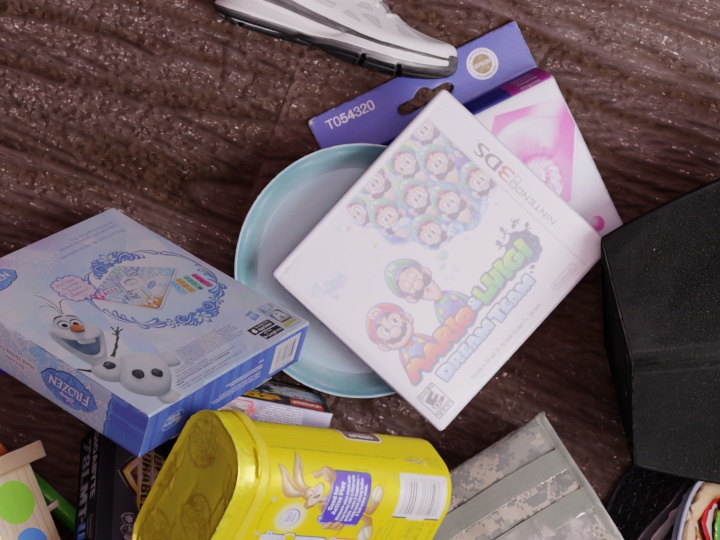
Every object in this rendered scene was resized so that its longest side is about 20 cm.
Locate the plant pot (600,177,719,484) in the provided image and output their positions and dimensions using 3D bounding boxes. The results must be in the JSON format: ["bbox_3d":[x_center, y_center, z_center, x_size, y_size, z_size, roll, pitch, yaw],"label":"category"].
[{"bbox_3d":[0.283,0.052,1.663,0.177,0.200,0.200,-9,49,0],"label":"plant pot"}]

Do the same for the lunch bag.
[{"bbox_3d":[0.130,0.242,1.671,0.164,0.118,0.200,-32,69,0],"label":"lunch bag"}]

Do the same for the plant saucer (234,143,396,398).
[{"bbox_3d":[0.000,0.000,1.705,0.200,0.027,0.200,0,90,-4],"label":"plant saucer"}]

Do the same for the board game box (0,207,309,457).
[{"bbox_3d":[-0.175,0.040,1.606,0.199,0.200,0.043,31,123,22],"label":"board game box"}]

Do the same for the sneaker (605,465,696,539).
[{"bbox_3d":[0.236,0.231,1.755,0.083,0.072,0.200,37,84,-32],"label":"sneaker"}]

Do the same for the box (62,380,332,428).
[{"bbox_3d":[-0.127,0.099,1.666,0.200,0.137,0.040,11,94,-7],"label":"box"}]

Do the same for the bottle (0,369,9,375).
[{"bbox_3d":[-0.335,0.025,1.680,0.200,0.065,0.084,13,86,-6],"label":"bottle"}]

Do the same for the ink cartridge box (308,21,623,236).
[{"bbox_3d":[0.087,-0.074,1.747,0.196,0.043,0.200,-27,93,-6],"label":"ink cartridge box"}]

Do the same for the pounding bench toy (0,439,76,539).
[{"bbox_3d":[-0.269,0.203,1.652,0.200,0.124,0.156,-22,90,-38],"label":"pounding bench toy"}]

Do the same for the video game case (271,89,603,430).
[{"bbox_3d":[0.063,-0.008,1.684,0.182,0.024,0.200,43,88,-2],"label":"video game case"}]

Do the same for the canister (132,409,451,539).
[{"bbox_3d":[-0.047,0.180,1.573,0.200,0.087,0.149,10,120,-37],"label":"canister"}]

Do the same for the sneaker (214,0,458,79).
[{"bbox_3d":[-0.006,-0.228,1.720,0.200,0.076,0.116,18,88,-2],"label":"sneaker"}]

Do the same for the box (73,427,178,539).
[{"bbox_3d":[-0.119,0.225,1.627,0.198,0.050,0.200,19,47,-24],"label":"box"}]

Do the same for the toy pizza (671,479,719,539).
[{"bbox_3d":[0.283,0.260,1.691,0.032,0.200,0.200,-2,88,25],"label":"toy pizza"}]
